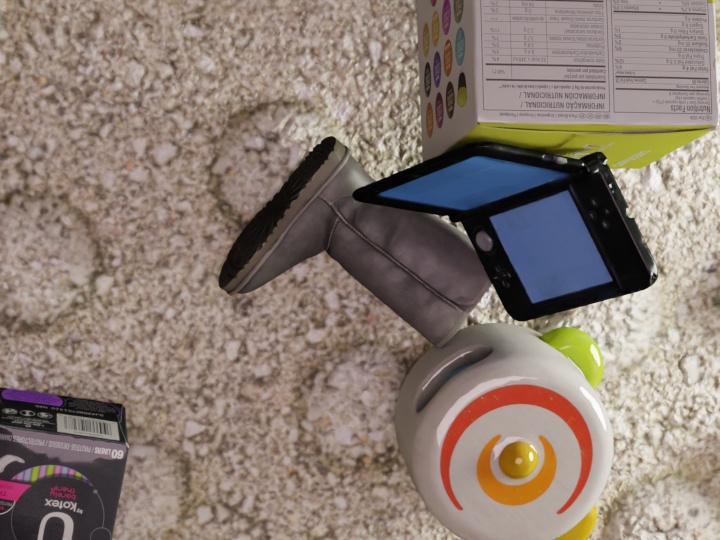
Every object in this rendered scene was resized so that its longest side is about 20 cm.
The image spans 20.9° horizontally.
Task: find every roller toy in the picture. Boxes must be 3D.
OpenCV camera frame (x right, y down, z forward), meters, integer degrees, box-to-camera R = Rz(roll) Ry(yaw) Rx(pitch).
[{"bbox_3d":[0.128,0.152,1.748,0.182,0.140,0.200,4,105,-10],"label":"roller toy"}]

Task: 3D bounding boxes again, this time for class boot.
[{"bbox_3d":[0.000,0.001,1.731,0.200,0.073,0.182,41,96,-23],"label":"boot"}]

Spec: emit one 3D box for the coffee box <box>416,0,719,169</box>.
[{"bbox_3d":[0.163,-0.192,1.601,0.200,0.200,0.198,0,83,-10],"label":"coffee box"}]

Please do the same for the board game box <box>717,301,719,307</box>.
[{"bbox_3d":[0.451,0.042,1.829,0.200,0.029,0.135,38,97,-17],"label":"board game box"}]

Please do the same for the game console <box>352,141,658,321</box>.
[{"bbox_3d":[0.118,-0.028,1.623,0.116,0.200,0.176,-30,97,-32],"label":"game console"}]

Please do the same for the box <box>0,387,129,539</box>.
[{"bbox_3d":[-0.279,0.218,1.718,0.122,0.106,0.200,9,104,-11],"label":"box"}]
